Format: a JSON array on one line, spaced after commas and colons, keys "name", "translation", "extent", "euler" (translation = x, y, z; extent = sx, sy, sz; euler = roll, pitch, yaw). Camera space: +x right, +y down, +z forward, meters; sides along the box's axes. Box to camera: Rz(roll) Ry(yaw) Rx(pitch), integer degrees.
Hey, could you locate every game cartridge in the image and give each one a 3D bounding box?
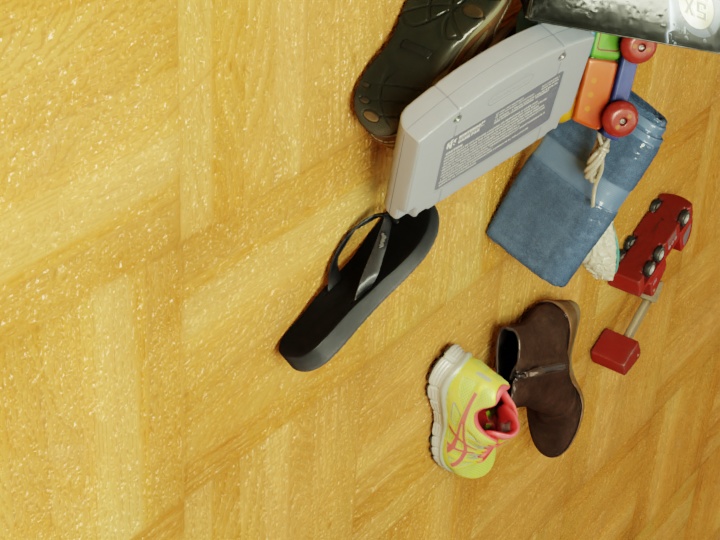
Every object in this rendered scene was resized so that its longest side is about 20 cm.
[{"name": "game cartridge", "translation": [0.106, -0.132, 1.290], "extent": [0.200, 0.041, 0.133], "euler": [-32, 159, -26]}]

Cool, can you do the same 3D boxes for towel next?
[{"name": "towel", "translation": [0.216, -0.089, 1.531], "extent": [0.048, 0.112, 0.200], "euler": [7, 120, -52]}]

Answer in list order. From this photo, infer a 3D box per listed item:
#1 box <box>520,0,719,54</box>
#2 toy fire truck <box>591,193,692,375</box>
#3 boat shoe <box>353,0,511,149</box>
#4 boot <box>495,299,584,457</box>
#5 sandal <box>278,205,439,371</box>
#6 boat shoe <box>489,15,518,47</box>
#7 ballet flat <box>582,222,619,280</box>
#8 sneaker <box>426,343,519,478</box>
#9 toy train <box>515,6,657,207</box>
[{"name": "box", "translation": [0.221, -0.261, 1.317], "extent": [0.200, 0.163, 0.086], "euler": [-87, -173, -68]}, {"name": "toy fire truck", "translation": [0.355, 0.016, 1.938], "extent": [0.200, 0.049, 0.141], "euler": [-52, 148, -26]}, {"name": "boat shoe", "translation": [0.067, -0.187, 1.300], "extent": [0.200, 0.076, 0.074], "euler": [-52, 154, -8]}, {"name": "boot", "translation": [0.188, 0.134, 1.726], "extent": [0.166, 0.072, 0.201], "euler": [-22, 120, -54]}, {"name": "sandal", "translation": [0.000, 0.000, 1.324], "extent": [0.200, 0.076, 0.043], "euler": [-52, 121, -25]}, {"name": "boat shoe", "translation": [0.195, -0.217, 1.484], "extent": [0.200, 0.070, 0.071], "euler": [-34, 141, -42]}, {"name": "ballet flat", "translation": [0.242, -0.063, 1.695], "extent": [0.072, 0.072, 0.200], "euler": [-45, 143, -33]}, {"name": "sneaker", "translation": [0.126, 0.165, 1.626], "extent": [0.078, 0.090, 0.200], "euler": [-53, 150, -26]}, {"name": "toy train", "translation": [0.187, -0.151, 1.420], "extent": [0.115, 0.085, 0.201], "euler": [3, 115, -17]}]
